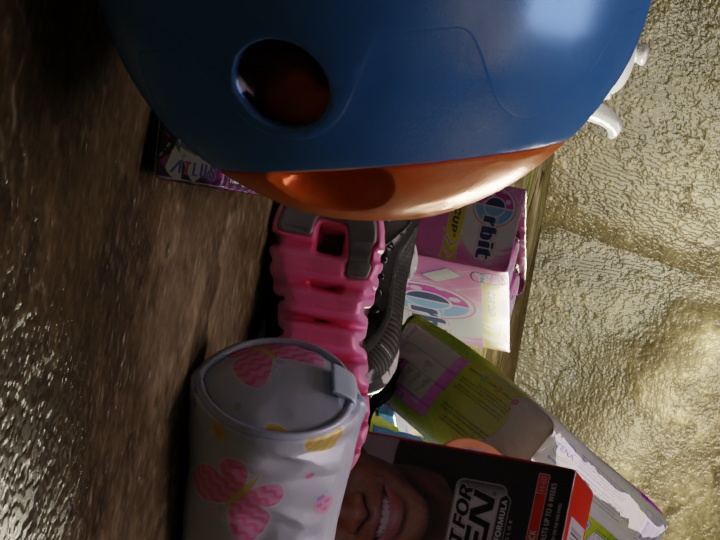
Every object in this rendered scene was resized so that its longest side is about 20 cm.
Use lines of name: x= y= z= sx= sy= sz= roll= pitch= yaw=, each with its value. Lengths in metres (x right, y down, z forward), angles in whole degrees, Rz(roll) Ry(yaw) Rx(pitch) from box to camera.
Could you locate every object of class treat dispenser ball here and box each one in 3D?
treat dispenser ball: x=0.005 y=-0.119 z=0.748 sx=0.201 sy=0.199 sz=0.203 roll=11 pitch=90 yaw=-82

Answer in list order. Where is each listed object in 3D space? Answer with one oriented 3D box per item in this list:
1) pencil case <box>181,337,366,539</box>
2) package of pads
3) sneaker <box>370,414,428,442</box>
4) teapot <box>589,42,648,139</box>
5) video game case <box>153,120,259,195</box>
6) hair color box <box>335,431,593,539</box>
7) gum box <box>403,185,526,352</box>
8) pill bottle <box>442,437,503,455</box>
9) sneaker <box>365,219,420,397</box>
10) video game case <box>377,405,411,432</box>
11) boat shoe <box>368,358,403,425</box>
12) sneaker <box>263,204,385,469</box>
pencil case: x=-0.048 y=0.134 z=1.107 sx=0.083 sy=0.090 sz=0.202 roll=-66 pitch=164 yaw=-54
package of pads: x=0.104 y=0.120 z=1.467 sx=0.068 sy=0.200 sz=0.154 roll=-51 pitch=127 yaw=-2
sneaker: x=0.022 y=0.143 z=1.537 sx=0.200 sy=0.104 sz=0.077 roll=-36 pitch=137 yaw=-78
teapot: x=0.266 y=-0.271 z=2.493 sx=0.200 sy=0.145 sz=0.199 roll=24 pitch=77 yaw=-81
video game case: x=-0.043 y=-0.126 z=0.981 sx=0.200 sy=0.035 sz=0.183 roll=2 pitch=98 yaw=-81
hair color box: x=0.027 y=0.153 z=1.238 sx=0.061 sy=0.198 sz=0.102 roll=48 pitch=52 yaw=-65
gum box: x=0.062 y=-0.005 z=1.584 sx=0.200 sy=0.112 sz=0.067 roll=79 pitch=24 yaw=-69
pill bottle: x=0.025 y=0.187 z=1.357 sx=0.200 sy=0.106 sz=0.107 roll=-48 pitch=-166 yaw=41
sneaker: x=0.000 y=0.000 z=1.357 sx=0.201 sy=0.066 sz=0.091 roll=-73 pitch=168 yaw=-56
video game case: x=0.049 y=0.056 z=1.910 sx=0.143 sy=0.018 sz=0.202 roll=78 pitch=25 yaw=-68
boat shoe: x=-0.002 y=0.075 z=1.451 sx=0.069 sy=0.056 sz=0.201 roll=90 pitch=14 yaw=-52
sneaker: x=-0.029 y=0.050 z=1.224 sx=0.095 sy=0.078 sz=0.202 roll=132 pitch=-28 yaw=-84
